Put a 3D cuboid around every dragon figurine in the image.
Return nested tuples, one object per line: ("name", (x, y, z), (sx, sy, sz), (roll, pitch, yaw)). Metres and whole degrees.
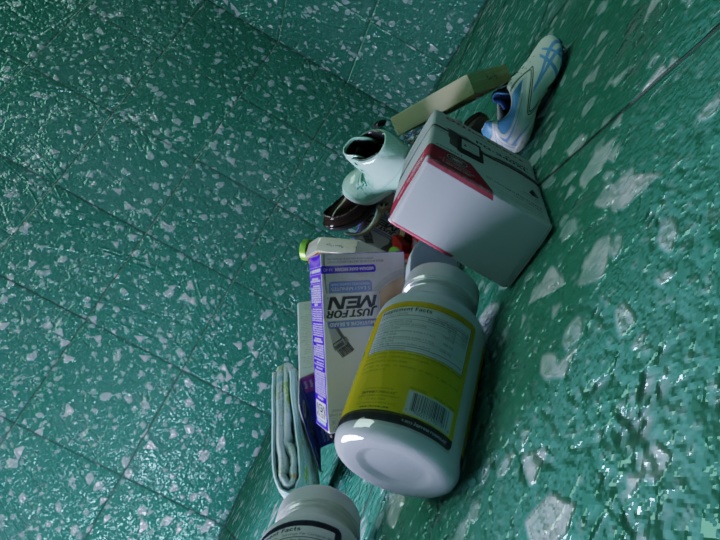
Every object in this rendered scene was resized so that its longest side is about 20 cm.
("dragon figurine", (0.051, -0.135, 0.875), (0.200, 0.058, 0.101), (-44, 38, 30))

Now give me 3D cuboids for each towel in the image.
("towel", (-0.098, 0.271, 0.858), (0.172, 0.047, 0.203), (76, -175, -53))

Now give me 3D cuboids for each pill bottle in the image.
("pill bottle", (-0.052, 0.305, 0.504), (0.117, 0.114, 0.200), (-60, 5, 19))
("pill bottle", (0.056, 0.093, 0.511), (0.112, 0.111, 0.202), (-56, 8, 50))

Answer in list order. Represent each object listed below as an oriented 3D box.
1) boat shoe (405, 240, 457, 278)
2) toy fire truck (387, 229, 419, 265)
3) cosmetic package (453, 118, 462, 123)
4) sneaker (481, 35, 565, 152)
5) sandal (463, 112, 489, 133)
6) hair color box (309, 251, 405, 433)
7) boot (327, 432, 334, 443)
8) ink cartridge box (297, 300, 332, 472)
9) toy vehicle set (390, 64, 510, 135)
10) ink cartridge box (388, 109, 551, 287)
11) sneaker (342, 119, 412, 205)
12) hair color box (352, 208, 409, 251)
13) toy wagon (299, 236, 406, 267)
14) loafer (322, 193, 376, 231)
("boat shoe", (0.083, 0.048, 0.747), (0.086, 0.073, 0.205), (121, 165, -51))
("toy fire truck", (0.081, -0.066, 0.907), (0.200, 0.048, 0.144), (-169, 79, -71))
("cosmetic package", (0.136, -0.152, 0.929), (0.083, 0.050, 0.204), (-80, -4, -67))
("sneaker", (0.232, -0.261, 0.772), (0.202, 0.072, 0.072), (-63, 4, -18))
("sandal", (0.173, -0.144, 0.861), (0.079, 0.057, 0.205), (-3, -71, -54))
("hair color box", (0.000, 0.081, 0.654), (0.065, 0.107, 0.205), (174, 93, -71))
("boot", (0.007, 0.149, 0.836), (0.158, 0.078, 0.215), (-58, -18, -86))
("ink cartridge box", (-0.067, 0.189, 0.897), (0.202, 0.042, 0.199), (-99, 0, -47))
("toy vehicle set", (0.137, -0.251, 0.791), (0.123, 0.027, 0.200), (-21, 10, 35))
("ink cartridge box", (0.121, -0.092, 0.613), (0.084, 0.143, 0.201), (-60, 6, 30))
("sneaker", (0.008, -0.156, 0.788), (0.199, 0.117, 0.075), (-3, 67, 53))
("hair color box", (0.033, -0.034, 1.027), (0.202, 0.108, 0.065), (-66, 7, -33))
("toy wagon", (0.000, 0.000, 0.846), (0.200, 0.152, 0.040), (50, -129, -61))
("loafer", (0.002, -0.151, 1.010), (0.199, 0.072, 0.073), (-41, 38, -16))
